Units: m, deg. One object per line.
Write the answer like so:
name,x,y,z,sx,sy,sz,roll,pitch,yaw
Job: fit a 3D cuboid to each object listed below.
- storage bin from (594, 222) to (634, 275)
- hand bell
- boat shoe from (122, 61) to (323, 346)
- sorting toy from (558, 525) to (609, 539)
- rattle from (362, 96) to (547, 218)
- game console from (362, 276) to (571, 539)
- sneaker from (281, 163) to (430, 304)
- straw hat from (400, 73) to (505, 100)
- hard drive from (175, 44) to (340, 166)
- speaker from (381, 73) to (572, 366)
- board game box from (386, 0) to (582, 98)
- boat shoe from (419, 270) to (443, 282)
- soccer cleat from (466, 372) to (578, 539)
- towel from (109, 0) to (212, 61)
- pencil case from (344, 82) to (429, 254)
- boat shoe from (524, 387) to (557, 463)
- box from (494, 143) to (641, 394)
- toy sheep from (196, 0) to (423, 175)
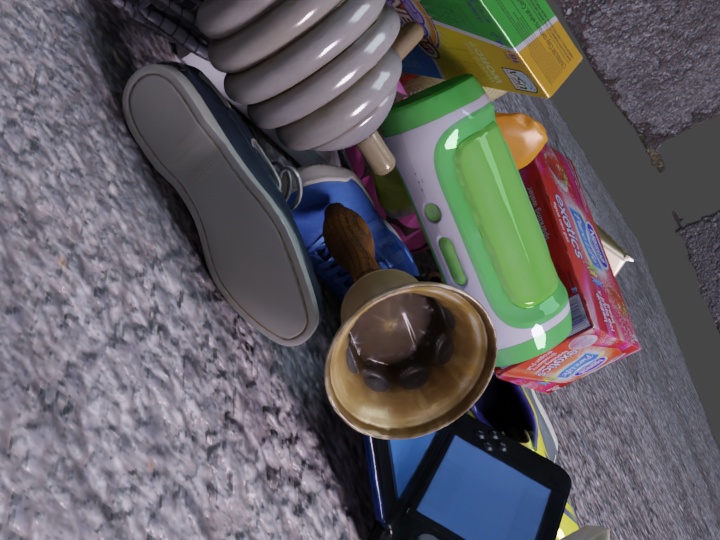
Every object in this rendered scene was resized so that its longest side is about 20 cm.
storage bin,0.166,-0.049,1.183,0.199,0.094,0.199,33,11,-8
hand bell,0.004,0.007,0.712,0.104,0.104,0.200,50,6,-32
boat shoe,-0.080,-0.046,0.716,0.201,0.075,0.062,54,29,4
sorting toy,0.157,0.287,0.740,0.200,0.069,0.201,14,80,-66
rattle,0.050,-0.130,0.930,0.131,0.142,0.200,58,3,-14
game console,0.081,0.119,0.783,0.170,0.119,0.200,28,27,8
sneaker,0.001,-0.001,0.852,0.112,0.076,0.200,61,9,29
straw hat,0.077,-0.169,1.134,0.201,0.200,0.086,33,47,-56
hard drive,-0.090,-0.173,0.934,0.200,0.027,0.133,40,29,-50
speaker,0.085,-0.036,0.805,0.201,0.088,0.088,67,17,-11
board game box,0.045,-0.199,0.781,0.153,0.040,0.200,46,-12,-32
boat shoe,0.108,0.021,1.124,0.072,0.068,0.200,63,18,4
soccer cleat,0.137,0.168,0.957,0.084,0.064,0.202,164,-99,-81
towel,-0.099,-0.231,0.824,0.199,0.085,0.167,23,42,-47
pencil case,0.021,-0.111,1.057,0.090,0.094,0.201,-17,76,-26
boat shoe,0.120,0.113,1.020,0.201,0.072,0.062,58,26,-12
box,0.152,-0.008,0.960,0.095,0.099,0.201,22,45,-49
toy sheep,-0.031,-0.148,0.717,0.200,0.137,0.138,51,21,-18
